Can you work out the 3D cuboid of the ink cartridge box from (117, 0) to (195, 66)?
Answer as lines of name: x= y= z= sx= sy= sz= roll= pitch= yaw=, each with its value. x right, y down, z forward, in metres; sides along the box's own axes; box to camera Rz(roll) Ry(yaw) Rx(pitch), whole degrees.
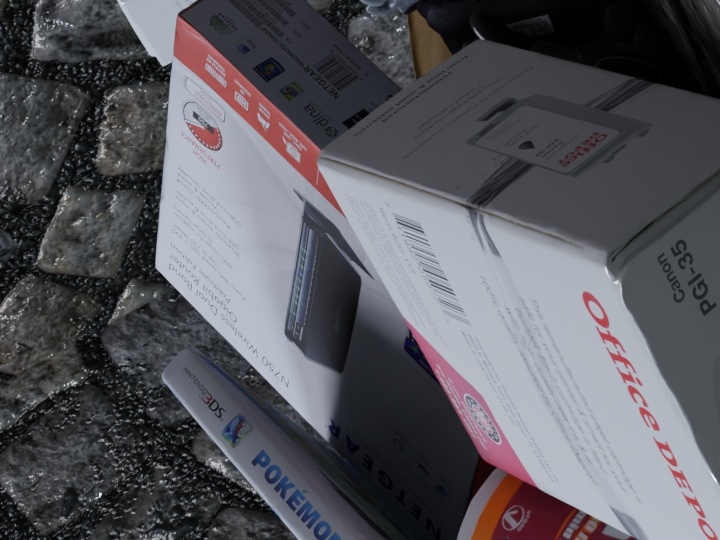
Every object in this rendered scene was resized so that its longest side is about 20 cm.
ink cartridge box: x=-0.059 y=-0.225 z=1.562 sx=0.146 sy=0.199 sz=0.084 roll=62 pitch=-179 yaw=24

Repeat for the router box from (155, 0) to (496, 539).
router box: x=0.000 y=0.000 z=1.234 sx=0.200 sy=0.049 sz=0.180 roll=44 pitch=151 yaw=22

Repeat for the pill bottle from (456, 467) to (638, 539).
pill bottle: x=0.131 y=0.126 z=1.055 sx=0.200 sy=0.110 sz=0.110 roll=12 pitch=138 yaw=52

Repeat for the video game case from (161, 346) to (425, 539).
video game case: x=0.021 y=0.126 z=1.223 sx=0.200 sy=0.022 sz=0.182 roll=40 pitch=-176 yaw=-47

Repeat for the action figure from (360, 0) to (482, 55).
action figure: x=0.029 y=-0.117 z=1.208 sx=0.130 sy=0.069 sz=0.200 roll=53 pitch=-169 yaw=26

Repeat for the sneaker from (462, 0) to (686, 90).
sneaker: x=0.094 y=-0.056 z=1.175 sx=0.115 sy=0.076 sz=0.199 roll=64 pitch=179 yaw=10

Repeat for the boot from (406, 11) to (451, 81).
boot: x=0.048 y=-0.062 z=1.423 sx=0.175 sy=0.066 sz=0.201 roll=120 pitch=149 yaw=-53

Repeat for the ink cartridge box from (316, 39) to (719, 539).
ink cartridge box: x=0.089 y=0.014 z=0.999 sx=0.200 sy=0.083 sz=0.147 roll=23 pitch=146 yaw=60
